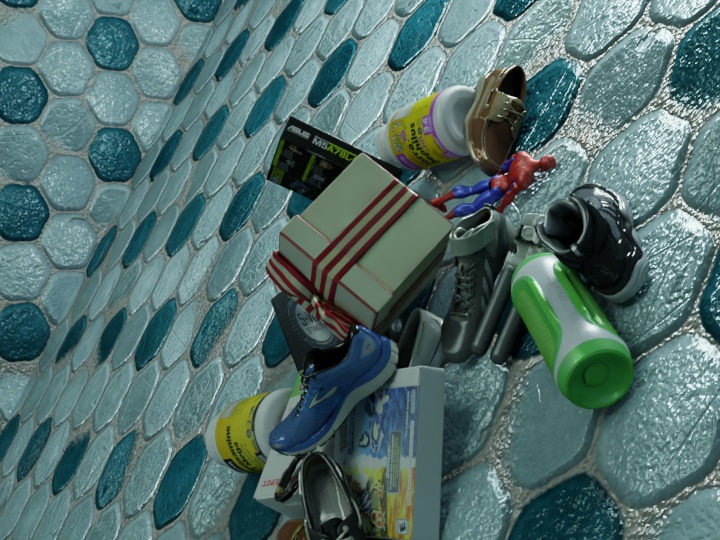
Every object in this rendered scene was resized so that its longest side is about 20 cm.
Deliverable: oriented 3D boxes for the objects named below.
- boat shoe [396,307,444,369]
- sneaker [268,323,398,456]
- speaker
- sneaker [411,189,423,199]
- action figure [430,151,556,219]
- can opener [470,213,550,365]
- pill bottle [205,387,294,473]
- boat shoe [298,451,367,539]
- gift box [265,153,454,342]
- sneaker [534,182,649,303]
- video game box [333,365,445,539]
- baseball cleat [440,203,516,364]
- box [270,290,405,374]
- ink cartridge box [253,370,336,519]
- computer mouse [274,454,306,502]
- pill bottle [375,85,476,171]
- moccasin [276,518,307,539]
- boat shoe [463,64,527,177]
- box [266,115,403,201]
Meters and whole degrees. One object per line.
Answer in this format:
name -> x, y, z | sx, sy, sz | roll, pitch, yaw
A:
boat shoe -> 0.052, 0.145, 1.414 | 0.201, 0.065, 0.072 | -61, 25, -7
sneaker -> -0.048, 0.139, 1.323 | 0.200, 0.089, 0.079 | -47, 21, 12
speaker -> 0.223, 0.060, 1.170 | 0.089, 0.088, 0.200 | -49, 26, 18
sneaker -> 0.042, -0.057, 1.636 | 0.076, 0.087, 0.201 | -33, 35, 43
action figure -> 0.183, -0.110, 1.485 | 0.199, 0.052, 0.066 | -28, 43, 40
can opener -> 0.192, 0.021, 1.332 | 0.067, 0.052, 0.201 | 89, -156, -70
pill bottle -> -0.149, 0.242, 1.620 | 0.199, 0.112, 0.113 | -22, 43, 53
boat shoe -> -0.028, 0.302, 1.270 | 0.073, 0.061, 0.201 | -19, 49, 4
gift box -> 0.000, 0.000, 1.422 | 0.187, 0.184, 0.200 | -46, -18, -23
sneaker -> 0.250, -0.057, 1.220 | 0.075, 0.113, 0.201 | -45, 28, 24
video game box -> 0.030, 0.223, 1.321 | 0.182, 0.046, 0.202 | -19, 65, 57
baseball cleat -> 0.131, 0.012, 1.368 | 0.069, 0.106, 0.201 | 3, 65, 41
box -> -0.032, 0.069, 1.581 | 0.200, 0.043, 0.161 | -35, 71, 40
ink cartridge box -> -0.047, 0.230, 1.478 | 0.145, 0.084, 0.201 | -22, 42, 52
computer mouse -> -0.069, 0.203, 1.409 | 0.058, 0.034, 0.201 | -7, 55, 54
pill bottle -> 0.105, -0.212, 1.677 | 0.199, 0.104, 0.105 | -12, 51, 58
moccasin -> -0.063, 0.359, 1.366 | 0.074, 0.077, 0.201 | -60, 25, 0
boat shoe -> 0.198, -0.222, 1.556 | 0.072, 0.075, 0.201 | -30, 38, 42
box -> -0.046, -0.151, 1.716 | 0.048, 0.192, 0.200 | -64, 3, -17
